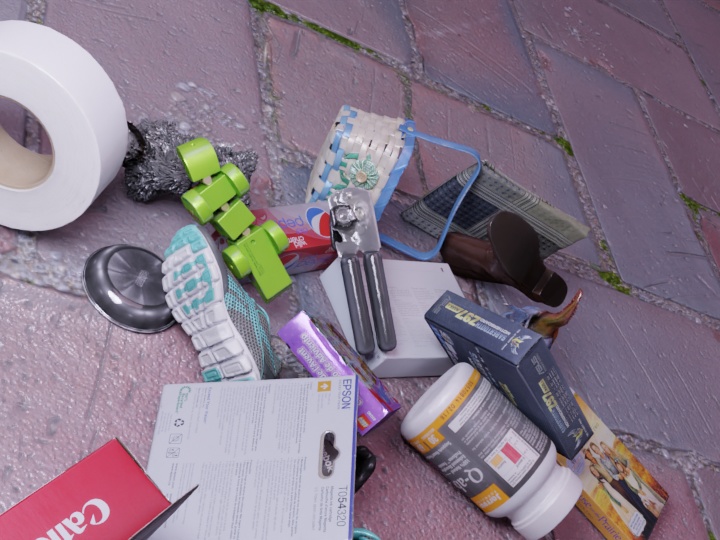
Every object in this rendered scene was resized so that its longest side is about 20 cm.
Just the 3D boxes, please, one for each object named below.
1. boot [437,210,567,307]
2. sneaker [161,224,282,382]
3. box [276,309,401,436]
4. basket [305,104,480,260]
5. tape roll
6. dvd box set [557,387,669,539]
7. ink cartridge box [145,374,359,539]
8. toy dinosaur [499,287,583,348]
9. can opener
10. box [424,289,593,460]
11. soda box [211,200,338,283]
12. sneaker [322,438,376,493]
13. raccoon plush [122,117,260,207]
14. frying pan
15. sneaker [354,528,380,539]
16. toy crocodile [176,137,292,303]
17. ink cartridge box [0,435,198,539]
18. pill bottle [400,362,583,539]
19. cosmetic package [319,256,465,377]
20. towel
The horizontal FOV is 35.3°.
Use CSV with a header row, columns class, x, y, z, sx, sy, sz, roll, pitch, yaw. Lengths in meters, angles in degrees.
class,x,y,z,sx,sy,sz,roll,pitch,yaw
boot,0.158,-0.031,1.501,0.200,0.064,0.186,25,-20,50
sneaker,-0.144,0.045,1.209,0.091,0.078,0.200,-21,92,-60
box,-0.019,0.110,1.225,0.137,0.039,0.200,49,1,8
basket,0.037,-0.112,1.487,0.200,0.176,0.139,18,32,-10
tape roll,-0.336,-0.141,1.121,0.202,0.202,0.071,37,36,-10
dvd box set,0.312,0.263,1.490,0.200,0.029,0.146,48,36,5
ink cartridge box,-0.100,0.186,1.058,0.200,0.043,0.196,-2,43,5
toy dinosaur,0.239,0.095,1.485,0.181,0.200,0.105,5,73,-57
can opener,0.000,0.000,1.335,0.053,0.067,0.200,-9,84,-10
box,0.176,0.124,1.339,0.158,0.051,0.200,26,-22,45
soda box,-0.087,-0.036,1.367,0.200,0.070,0.063,-11,64,-48
sneaker,-0.062,0.205,1.130,0.200,0.091,0.066,1,53,-44
raccoon plush,-0.194,-0.108,1.257,0.134,0.097,0.200,13,12,7
frying pan,-0.215,0.042,1.205,0.190,0.031,0.115,46,38,7
sneaker,0.004,0.293,1.090,0.200,0.091,0.078,25,47,-25
toy crocodile,-0.138,-0.052,1.227,0.068,0.062,0.200,-40,114,-16
ink cartridge box,-0.244,0.220,0.864,0.084,0.176,0.200,48,35,5
pill bottle,0.153,0.211,1.312,0.200,0.116,0.116,43,35,0
cosmetic package,0.060,0.059,1.433,0.200,0.052,0.151,4,53,-42
towel,0.188,-0.070,1.577,0.200,0.193,0.035,30,56,-20
